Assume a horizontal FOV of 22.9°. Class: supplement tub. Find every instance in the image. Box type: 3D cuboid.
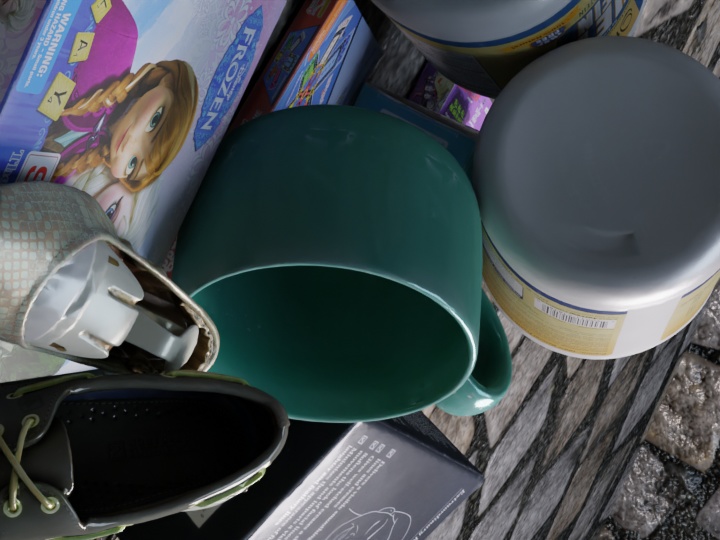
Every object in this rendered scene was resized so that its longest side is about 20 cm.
[{"bbox_3d":[0.079,-0.173,0.962,0.145,0.144,0.200,-61,162,1],"label":"supplement tub"},{"bbox_3d":[0.133,-0.031,0.976,0.145,0.144,0.200,-58,170,-10],"label":"supplement tub"}]

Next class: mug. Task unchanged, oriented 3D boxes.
[{"bbox_3d":[-0.011,-0.002,0.894,0.185,0.151,0.115,66,23,-55],"label":"mug"}]

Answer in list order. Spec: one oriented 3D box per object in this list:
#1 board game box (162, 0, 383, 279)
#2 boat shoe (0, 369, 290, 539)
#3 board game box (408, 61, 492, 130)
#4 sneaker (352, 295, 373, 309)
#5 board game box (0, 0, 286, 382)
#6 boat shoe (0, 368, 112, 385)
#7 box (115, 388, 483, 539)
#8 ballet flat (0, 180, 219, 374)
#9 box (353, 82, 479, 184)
[{"bbox_3d":[-0.054,-0.056,0.981,0.200,0.019,0.103,-59,164,-5],"label":"board game box"},{"bbox_3d":[-0.125,0.077,0.725,0.201,0.072,0.060,-6,168,-29],"label":"boat shoe"},{"bbox_3d":[0.055,-0.072,1.247,0.120,0.032,0.200,-57,162,-3],"label":"board game box"},{"bbox_3d":[0.016,0.015,1.055,0.074,0.089,0.200,-28,-167,14],"label":"sneaker"},{"bbox_3d":[-0.125,-0.047,0.759,0.201,0.041,0.199,-64,163,11],"label":"board game box"},{"bbox_3d":[-0.176,0.100,0.799,0.202,0.074,0.065,-45,153,-59],"label":"boat shoe"},{"bbox_3d":[-0.041,0.121,1.038,0.148,0.107,0.200,-46,151,4],"label":"box"},{"bbox_3d":[-0.106,0.010,0.730,0.068,0.062,0.200,-58,162,1],"label":"ballet flat"},{"bbox_3d":[0.060,-0.064,1.104,0.049,0.082,0.200,-63,158,7],"label":"box"}]
